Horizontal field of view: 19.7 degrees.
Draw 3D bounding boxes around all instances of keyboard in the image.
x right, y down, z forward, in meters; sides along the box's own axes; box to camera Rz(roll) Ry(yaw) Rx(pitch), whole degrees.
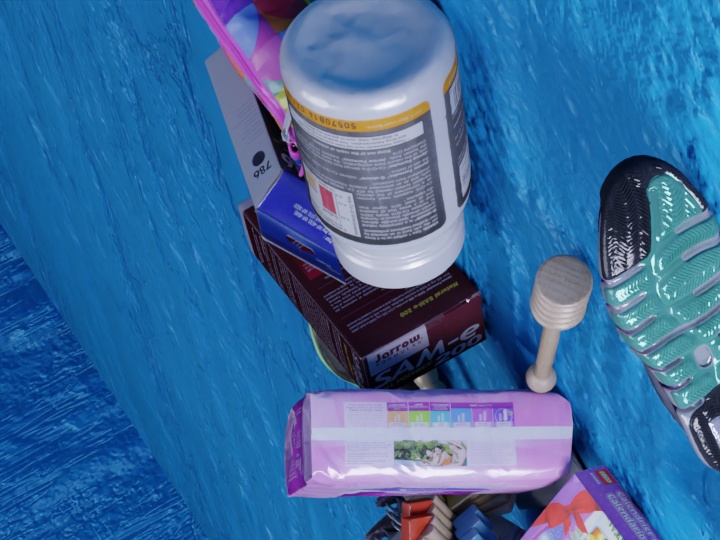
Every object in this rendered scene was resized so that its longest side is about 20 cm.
[{"bbox_3d":[0.143,0.160,1.642,0.056,0.011,0.200,66,166,4],"label":"keyboard"}]

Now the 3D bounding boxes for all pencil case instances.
[{"bbox_3d":[-0.060,-0.169,1.565,0.200,0.088,0.088,57,165,19],"label":"pencil case"}]

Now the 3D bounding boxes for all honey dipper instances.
[{"bbox_3d":[0.128,0.044,1.412,0.038,0.038,0.200,56,167,18],"label":"honey dipper"}]

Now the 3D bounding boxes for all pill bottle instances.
[{"bbox_3d":[0.015,-0.085,1.396,0.116,0.116,0.200,51,162,36],"label":"pill bottle"}]

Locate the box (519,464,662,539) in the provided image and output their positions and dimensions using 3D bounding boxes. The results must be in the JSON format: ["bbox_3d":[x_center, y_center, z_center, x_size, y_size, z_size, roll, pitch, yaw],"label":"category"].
[{"bbox_3d":[0.155,0.258,1.508,0.137,0.039,0.200,54,129,27],"label":"box"}]

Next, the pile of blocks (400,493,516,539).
[{"bbox_3d":[0.067,0.184,1.598,0.062,0.082,0.200,47,-144,-28],"label":"pile of blocks"}]

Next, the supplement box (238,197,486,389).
[{"bbox_3d":[0.000,0.000,1.626,0.200,0.109,0.061,51,163,39],"label":"supplement box"}]

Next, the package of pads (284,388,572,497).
[{"bbox_3d":[0.047,0.128,1.532,0.121,0.200,0.076,131,138,-73],"label":"package of pads"}]

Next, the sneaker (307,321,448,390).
[{"bbox_3d":[0.033,0.090,1.781,0.200,0.077,0.084,50,158,6],"label":"sneaker"}]

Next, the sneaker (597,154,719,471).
[{"bbox_3d":[0.167,0.020,1.163,0.200,0.074,0.088,67,170,-24],"label":"sneaker"}]

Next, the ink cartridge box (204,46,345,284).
[{"bbox_3d":[-0.055,-0.087,1.604,0.099,0.039,0.200,30,-149,-44],"label":"ink cartridge box"}]

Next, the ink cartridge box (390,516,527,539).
[{"bbox_3d":[0.125,0.282,1.669,0.200,0.088,0.145,27,148,32],"label":"ink cartridge box"}]

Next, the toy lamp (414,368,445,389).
[{"bbox_3d":[0.054,0.090,1.705,0.200,0.058,0.058,67,165,-6],"label":"toy lamp"}]

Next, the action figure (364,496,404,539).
[{"bbox_3d":[0.087,0.294,1.975,0.200,0.069,0.130,48,156,33],"label":"action figure"}]
